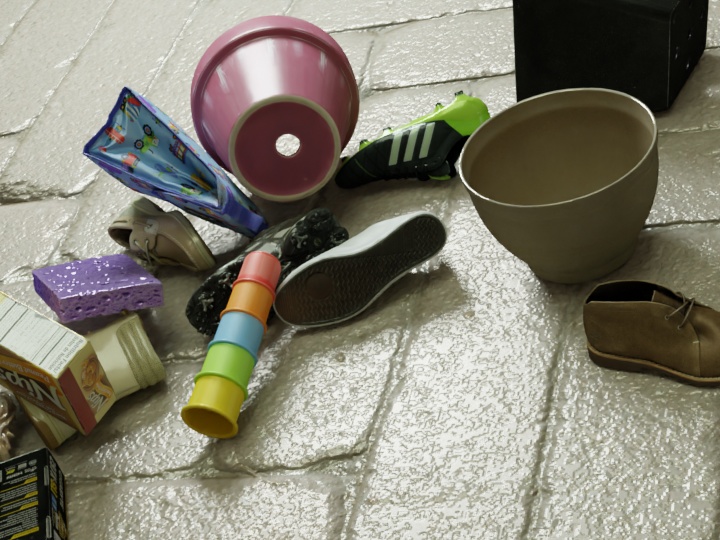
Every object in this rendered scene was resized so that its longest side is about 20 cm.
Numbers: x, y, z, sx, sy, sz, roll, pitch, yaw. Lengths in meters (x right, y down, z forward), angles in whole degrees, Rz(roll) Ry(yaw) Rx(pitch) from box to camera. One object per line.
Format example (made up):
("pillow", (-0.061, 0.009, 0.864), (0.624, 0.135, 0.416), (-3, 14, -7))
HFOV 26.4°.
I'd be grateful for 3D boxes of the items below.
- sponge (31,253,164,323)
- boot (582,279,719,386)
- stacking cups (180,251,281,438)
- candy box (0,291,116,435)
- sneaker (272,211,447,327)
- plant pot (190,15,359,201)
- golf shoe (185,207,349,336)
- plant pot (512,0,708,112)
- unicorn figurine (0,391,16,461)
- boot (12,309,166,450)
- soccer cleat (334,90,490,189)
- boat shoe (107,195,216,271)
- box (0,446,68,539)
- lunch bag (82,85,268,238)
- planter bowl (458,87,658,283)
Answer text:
("sponge", (-0.293, 0.017, 1.694), (0.111, 0.030, 0.200), (-11, 12, -18))
("boot", (0.296, 0.053, 1.400), (0.199, 0.076, 0.074), (4, 40, 28))
("stacking cups", (-0.123, 0.073, 1.558), (0.060, 0.061, 0.201), (-1, 50, 25))
("candy box", (-0.347, 0.076, 1.532), (0.199, 0.116, 0.055), (26, 63, 22))
("sneaker", (0.000, 0.000, 1.635), (0.199, 0.073, 0.085), (-26, 7, -1))
("plant pot", (-0.095, -0.173, 1.760), (0.199, 0.201, 0.179), (-18, 27, 2))
("golf shoe", (-0.107, 0.004, 1.675), (0.199, 0.078, 0.094), (-32, 15, -14))
("plant pot", (0.297, -0.292, 1.764), (0.177, 0.201, 0.200), (15, 47, 25))
("unicorn figurine", (-0.452, 0.135, 1.589), (0.074, 0.199, 0.138), (-38, 37, 50))
("boot", (-0.306, 0.086, 1.641), (0.155, 0.073, 0.200), (-31, 43, -12))
("soccer cleat", (0.062, -0.131, 1.763), (0.199, 0.081, 0.067), (-27, -11, 16))
("boat shoe", (-0.232, -0.032, 1.772), (0.065, 0.072, 0.200), (-39, 34, -17))
("box", (-0.381, 0.266, 1.467), (0.199, 0.049, 0.160), (-20, 38, 0))
("lunch bag", (-0.189, -0.103, 1.731), (0.200, 0.151, 0.094), (32, 86, 17))
("planter bowl", (0.211, -0.074, 1.554), (0.199, 0.135, 0.201), (-12, 36, 9))
